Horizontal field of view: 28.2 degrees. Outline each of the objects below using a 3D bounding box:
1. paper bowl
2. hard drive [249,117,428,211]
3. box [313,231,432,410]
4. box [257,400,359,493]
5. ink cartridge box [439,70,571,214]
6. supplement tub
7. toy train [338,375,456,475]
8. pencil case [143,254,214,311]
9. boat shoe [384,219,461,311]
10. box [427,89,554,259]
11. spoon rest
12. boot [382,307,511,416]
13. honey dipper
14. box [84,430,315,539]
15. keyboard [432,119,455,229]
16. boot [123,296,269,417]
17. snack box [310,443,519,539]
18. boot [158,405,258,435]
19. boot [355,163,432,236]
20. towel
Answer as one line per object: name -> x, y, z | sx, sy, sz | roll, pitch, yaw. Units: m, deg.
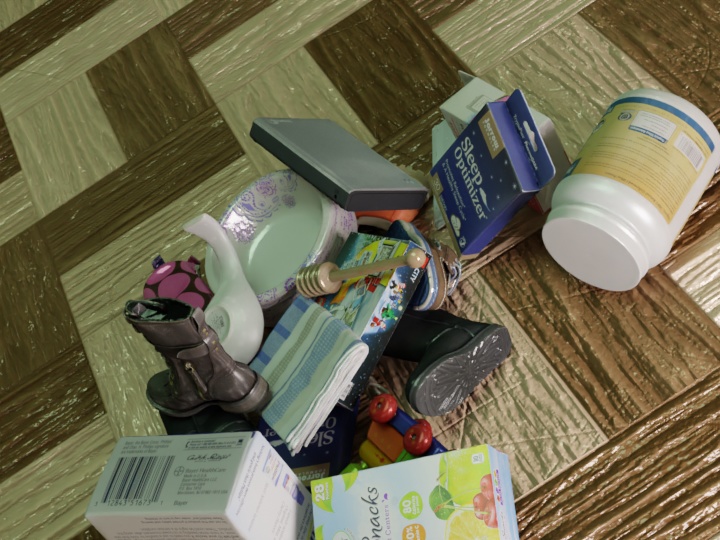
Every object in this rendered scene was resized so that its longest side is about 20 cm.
paper bowl -> -0.091, -0.021, 1.827 | 0.200, 0.104, 0.201 | -21, 49, 26
hard drive -> -0.029, -0.136, 1.809 | 0.200, 0.139, 0.033 | 38, 119, 37
box -> -0.010, 0.054, 1.654 | 0.136, 0.038, 0.200 | 12, 71, 59
box -> -0.067, 0.205, 1.656 | 0.121, 0.032, 0.200 | -13, 45, 23
ink cartridge box -> 0.175, -0.165, 1.802 | 0.067, 0.117, 0.200 | -39, 39, -8
supplement tub -> 0.305, -0.091, 1.618 | 0.144, 0.145, 0.200 | 12, 57, 41
toy train -> 0.017, 0.196, 1.580 | 0.116, 0.085, 0.200 | -52, 41, -1
pencil case -> -0.213, 0.061, 1.856 | 0.094, 0.091, 0.200 | -40, 43, -2
boat shoe -> 0.083, -0.006, 1.711 | 0.200, 0.072, 0.072 | -109, 39, -63
box -> 0.151, -0.113, 1.694 | 0.032, 0.200, 0.121 | -7, 66, -30
spoon rest -> -0.167, 0.030, 1.749 | 0.099, 0.061, 0.200 | -27, 65, 29
boot -> 0.047, 0.090, 1.646 | 0.200, 0.066, 0.165 | 19, 35, 40
honey dipper -> 0.000, 0.000, 1.616 | 0.200, 0.038, 0.038 | -13, 41, 49
box -> -0.152, 0.269, 1.515 | 0.184, 0.200, 0.105 | -6, 46, 29
keyboard -> 0.117, -0.137, 1.882 | 0.056, 0.011, 0.200 | -34, 36, 30
boot -> -0.211, 0.090, 1.627 | 0.200, 0.174, 0.069 | -6, 48, 39
snack box -> 0.056, 0.278, 1.430 | 0.200, 0.068, 0.169 | -16, 66, 22
boot -> -0.211, 0.217, 1.708 | 0.200, 0.076, 0.168 | -45, 31, 3
boot -> -0.012, -0.088, 1.886 | 0.200, 0.075, 0.107 | 7, 59, 37
towel -> -0.071, 0.112, 1.626 | 0.147, 0.024, 0.200 | -55, 29, 1
